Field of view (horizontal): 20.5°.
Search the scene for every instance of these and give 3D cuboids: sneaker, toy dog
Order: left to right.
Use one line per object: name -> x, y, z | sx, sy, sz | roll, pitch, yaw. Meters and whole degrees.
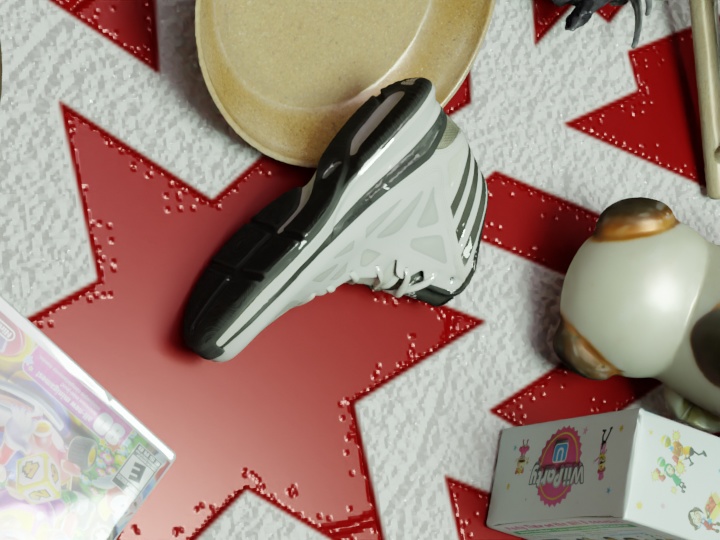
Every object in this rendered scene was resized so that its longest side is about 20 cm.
sneaker -> 0.000, 0.000, 1.109 | 0.201, 0.076, 0.116 | -46, 116, -14
toy dog -> 0.210, 0.042, 1.160 | 0.194, 0.199, 0.141 | -25, 135, -61

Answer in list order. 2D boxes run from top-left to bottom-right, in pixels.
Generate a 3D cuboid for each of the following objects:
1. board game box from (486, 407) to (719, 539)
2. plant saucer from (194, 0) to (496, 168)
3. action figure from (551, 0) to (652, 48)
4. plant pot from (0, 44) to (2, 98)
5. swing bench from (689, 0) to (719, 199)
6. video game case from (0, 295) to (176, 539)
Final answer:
board game box -> 0.195, 0.141, 1.142 | 0.198, 0.147, 0.065 | 19, 74, -24
plant saucer -> -0.012, -0.158, 1.114 | 0.199, 0.035, 0.202 | -16, 121, -28
action figure -> 0.121, -0.225, 1.198 | 0.200, 0.102, 0.119 | 40, 54, -14
plant pot -> -0.243, -0.088, 0.929 | 0.185, 0.200, 0.189 | 5, 79, -26
swing bench -> 0.304, -0.170, 1.269 | 0.197, 0.130, 0.202 | -10, 80, -28
video game case -> -0.204, 0.126, 1.013 | 0.143, 0.018, 0.201 | 43, 65, -15
